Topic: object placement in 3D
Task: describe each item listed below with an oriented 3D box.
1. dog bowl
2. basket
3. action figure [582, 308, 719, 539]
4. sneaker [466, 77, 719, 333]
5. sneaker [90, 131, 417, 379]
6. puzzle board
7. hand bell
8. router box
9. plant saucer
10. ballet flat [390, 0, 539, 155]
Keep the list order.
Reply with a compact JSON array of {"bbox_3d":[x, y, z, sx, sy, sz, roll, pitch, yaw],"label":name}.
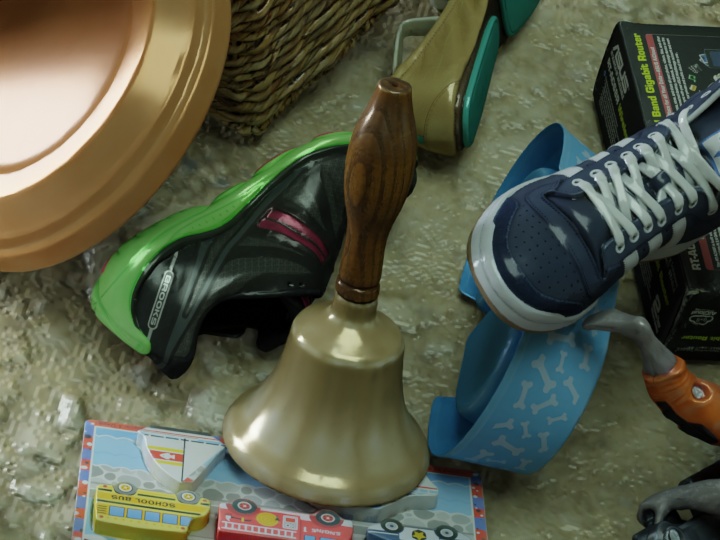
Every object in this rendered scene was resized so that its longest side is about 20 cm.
[{"bbox_3d":[0.089,0.017,1.391,0.049,0.112,0.201,25,47,-12],"label":"dog bowl"},{"bbox_3d":[-0.050,-0.203,1.491,0.142,0.149,0.200,36,66,21],"label":"basket"},{"bbox_3d":[0.180,0.095,1.317,0.200,0.104,0.194,-33,100,-40],"label":"action figure"},{"bbox_3d":[0.138,-0.037,1.313,0.200,0.108,0.070,-24,82,-50],"label":"sneaker"},{"bbox_3d":[-0.046,-0.005,1.410,0.199,0.077,0.084,-31,80,-30],"label":"sneaker"},{"bbox_3d":[-0.036,0.125,1.298,0.199,0.017,0.151,9,32,-7],"label":"puzzle board"},{"bbox_3d":[0.000,0.000,1.305,0.103,0.201,0.104,9,30,-5],"label":"hand bell"},{"bbox_3d":[0.219,-0.043,1.500,0.149,0.062,0.201,2,50,-13],"label":"router box"},{"bbox_3d":[-0.152,-0.096,1.387,0.037,0.200,0.201,36,32,-42],"label":"plant saucer"},{"bbox_3d":[0.057,-0.145,1.551,0.063,0.069,0.201,10,45,17],"label":"ballet flat"}]
